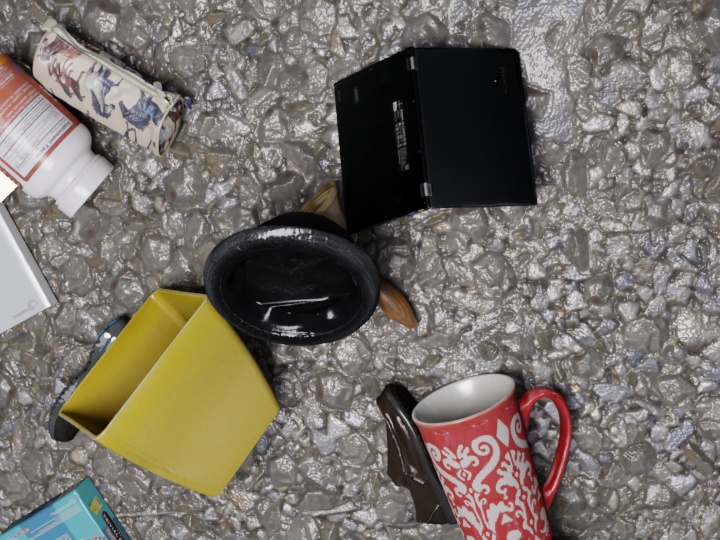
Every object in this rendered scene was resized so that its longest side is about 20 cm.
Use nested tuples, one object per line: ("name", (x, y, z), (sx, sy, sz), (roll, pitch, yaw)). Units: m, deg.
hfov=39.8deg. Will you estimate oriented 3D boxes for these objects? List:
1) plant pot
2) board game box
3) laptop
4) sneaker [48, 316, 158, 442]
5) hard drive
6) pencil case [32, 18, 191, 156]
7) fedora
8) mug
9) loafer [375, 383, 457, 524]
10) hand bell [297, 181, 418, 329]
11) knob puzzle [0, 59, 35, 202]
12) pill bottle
("plant pot", (-0.219, 0.160, 1.215), (0.176, 0.199, 0.201), (45, 71, -23))
("board game box", (-0.393, 0.416, 1.406), (0.150, 0.047, 0.202), (-30, 96, 16))
("laptop", (0.083, -0.150, 1.159), (0.198, 0.115, 0.191), (-16, 74, 41))
("sneaker", (-0.345, 0.161, 1.322), (0.081, 0.073, 0.201), (36, 108, -1))
("hard drive", (-0.509, -0.016, 1.335), (0.130, 0.027, 0.202), (-25, 98, 15))
("pencil case", (-0.308, -0.226, 1.217), (0.198, 0.078, 0.090), (31, 127, 3))
("fedora", (-0.074, -0.004, 1.122), (0.197, 0.092, 0.203), (3, 133, 3))
("mug", (0.174, 0.242, 1.206), (0.175, 0.133, 0.203), (-15, 101, 23))
("loafer", (0.061, 0.241, 1.260), (0.070, 0.073, 0.203), (-22, 98, 13))
("hand bell", (0.000, 0.000, 1.220), (0.104, 0.104, 0.200), (-40, 105, 17))
("knob puzzle", (-0.492, -0.189, 1.276), (0.215, 0.030, 0.224), (-2, 99, -10))
("pill bottle", (-0.405, -0.164, 1.223), (0.200, 0.113, 0.112), (43, 107, -14))
